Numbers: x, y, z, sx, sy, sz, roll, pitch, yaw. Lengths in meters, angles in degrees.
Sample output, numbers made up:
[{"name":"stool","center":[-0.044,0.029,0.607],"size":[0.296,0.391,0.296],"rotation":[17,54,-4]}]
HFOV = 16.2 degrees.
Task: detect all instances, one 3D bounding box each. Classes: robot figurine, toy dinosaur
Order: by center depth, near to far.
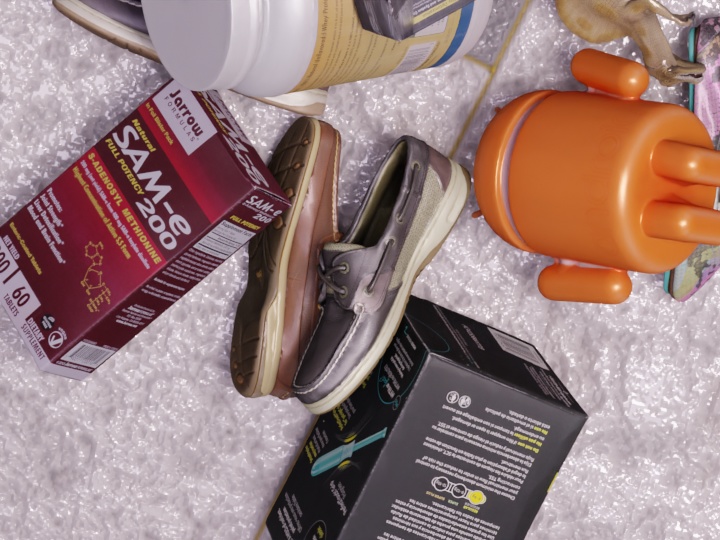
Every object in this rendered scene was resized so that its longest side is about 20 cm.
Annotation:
[{"name":"toy dinosaur","center":[0.157,-0.200,1.683],"size":[0.200,0.058,0.101],"rotation":[44,133,5]},{"name":"robot figurine","center":[0.159,-0.063,1.699],"size":[0.200,0.117,0.144],"rotation":[11,132,42]}]

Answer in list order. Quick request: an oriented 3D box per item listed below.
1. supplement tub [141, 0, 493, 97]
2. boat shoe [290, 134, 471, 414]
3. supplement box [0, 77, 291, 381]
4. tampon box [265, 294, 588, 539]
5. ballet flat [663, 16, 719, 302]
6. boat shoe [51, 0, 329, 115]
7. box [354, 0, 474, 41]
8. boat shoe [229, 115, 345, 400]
[{"name":"supplement tub","center":[-0.028,-0.191,1.644],"size":[0.199,0.144,0.145],"rotation":[-13,105,-31]},{"name":"boat shoe","center":[0.001,0.000,1.714],"size":[0.066,0.072,0.201],"rotation":[37,76,-25]},{"name":"supplement box","center":[-0.158,-0.028,1.733],"size":[0.200,0.061,0.109],"rotation":[-40,67,12]},{"name":"tampon box","center":[0.042,0.140,1.740],"size":[0.126,0.150,0.200],"rotation":[22,103,-18]},{"name":"ballet flat","center":[0.253,-0.073,1.742],"size":[0.071,0.069,0.201],"rotation":[8,100,16]},{"name":"boat shoe","center":[-0.110,-0.166,1.730],"size":[0.199,0.072,0.065],"rotation":[21,92,-3]},{"name":"box","center":[0.071,-0.257,1.570],"size":[0.200,0.049,0.162],"rotation":[-31,120,-23]},{"name":"boat shoe","center":[-0.039,-0.007,1.766],"size":[0.067,0.072,0.201],"rotation":[7,99,-23]}]
